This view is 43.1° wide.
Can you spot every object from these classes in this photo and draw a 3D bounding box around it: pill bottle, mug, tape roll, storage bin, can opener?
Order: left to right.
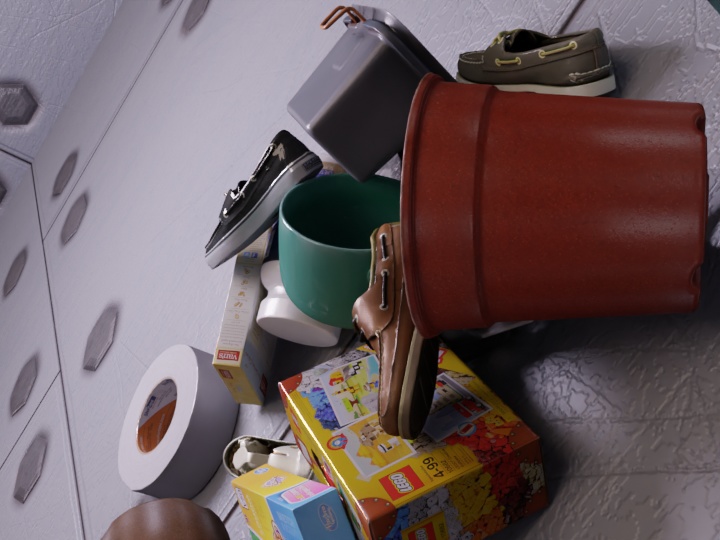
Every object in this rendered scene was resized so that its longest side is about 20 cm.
[{"bbox_3d":[-0.244,0.201,1.212,0.200,0.066,0.201,-34,42,37],"label":"tape roll"},{"bbox_3d":[-0.048,-0.022,1.043,0.116,0.116,0.200,-12,59,51],"label":"pill bottle"},{"bbox_3d":[-0.009,-0.004,0.898,0.185,0.152,0.115,-67,-16,-54],"label":"mug"},{"bbox_3d":[-0.002,-0.183,0.931,0.134,0.146,0.200,-46,22,4],"label":"storage bin"},{"bbox_3d":[0.115,0.044,0.832,0.200,0.067,0.053,-30,47,59],"label":"can opener"}]

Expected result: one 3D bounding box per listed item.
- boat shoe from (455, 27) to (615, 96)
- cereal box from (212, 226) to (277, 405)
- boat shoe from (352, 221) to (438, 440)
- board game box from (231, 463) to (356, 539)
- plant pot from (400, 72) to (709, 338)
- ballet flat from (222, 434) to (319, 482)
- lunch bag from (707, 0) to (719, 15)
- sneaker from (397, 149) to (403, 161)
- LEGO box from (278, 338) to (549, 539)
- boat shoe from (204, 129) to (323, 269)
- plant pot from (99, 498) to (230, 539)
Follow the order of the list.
[{"bbox_3d":[0.164,-0.208,0.894,0.202,0.072,0.060,22,131,54],"label":"boat shoe"},{"bbox_3d":[-0.126,0.047,1.098,0.144,0.039,0.200,80,-162,-63],"label":"cereal box"},{"bbox_3d":[0.029,0.046,0.746,0.068,0.072,0.200,2,51,13],"label":"boat shoe"},{"bbox_3d":[-0.045,0.253,0.788,0.200,0.040,0.153,-17,93,68],"label":"board game box"},{"bbox_3d":[0.147,-0.045,0.670,0.195,0.201,0.201,2,64,17],"label":"plant pot"},{"bbox_3d":[-0.086,0.212,0.977,0.200,0.064,0.068,-8,62,53],"label":"ballet flat"},{"bbox_3d":[0.289,-0.310,0.682,0.170,0.200,0.122,-27,47,42],"label":"lunch bag"},{"bbox_3d":[0.073,-0.142,0.987,0.075,0.078,0.200,-51,34,17],"label":"sneaker"},{"bbox_3d":[0.038,0.143,0.763,0.149,0.077,0.200,-23,31,-15],"label":"LEGO box"},{"bbox_3d":[-0.115,-0.075,0.986,0.200,0.057,0.069,-42,-2,36],"label":"boat shoe"},{"bbox_3d":[-0.192,0.349,0.931,0.200,0.200,0.198,-57,25,10],"label":"plant pot"}]
